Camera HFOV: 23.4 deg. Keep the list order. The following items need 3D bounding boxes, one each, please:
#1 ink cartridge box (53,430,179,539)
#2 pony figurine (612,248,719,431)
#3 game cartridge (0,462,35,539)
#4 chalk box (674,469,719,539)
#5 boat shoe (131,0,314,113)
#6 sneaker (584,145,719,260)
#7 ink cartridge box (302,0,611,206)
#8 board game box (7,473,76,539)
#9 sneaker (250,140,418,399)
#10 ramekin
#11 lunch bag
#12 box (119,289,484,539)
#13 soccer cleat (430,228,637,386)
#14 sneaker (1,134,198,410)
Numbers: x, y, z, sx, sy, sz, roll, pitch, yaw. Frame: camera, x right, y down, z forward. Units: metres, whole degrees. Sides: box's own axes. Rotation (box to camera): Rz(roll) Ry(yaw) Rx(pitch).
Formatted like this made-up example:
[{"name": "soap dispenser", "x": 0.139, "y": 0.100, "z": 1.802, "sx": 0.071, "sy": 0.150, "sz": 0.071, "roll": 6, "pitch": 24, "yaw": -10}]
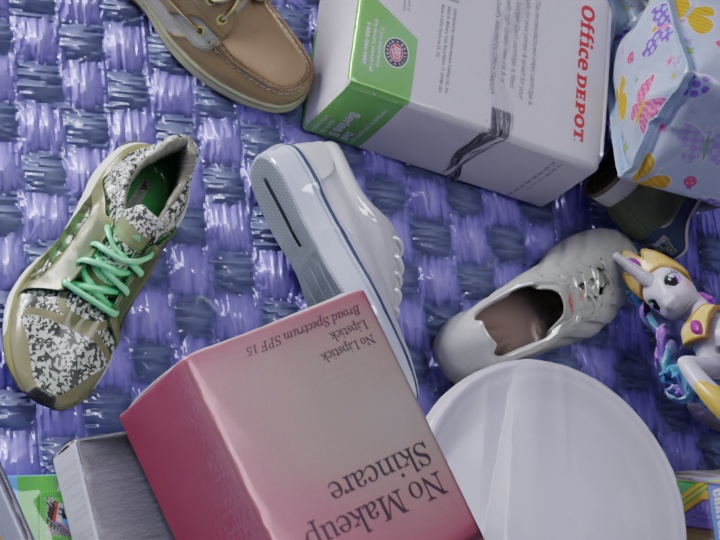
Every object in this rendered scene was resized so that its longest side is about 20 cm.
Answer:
[{"name": "ink cartridge box", "x": -0.061, "y": 0.182, "z": 1.016, "sx": 0.197, "sy": 0.047, "sz": 0.201, "roll": -8, "pitch": 71, "yaw": -32}, {"name": "pony figurine", "x": 0.278, "y": 0.058, "z": 1.188, "sx": 0.192, "sy": 0.167, "sz": 0.200, "roll": 20, "pitch": 20, "yaw": -30}, {"name": "game cartridge", "x": -0.232, "y": 0.186, "z": 0.939, "sx": 0.133, "sy": 0.042, "sz": 0.201, "roll": -25, "pitch": 80, "yaw": -10}, {"name": "chalk box", "x": 0.299, "y": 0.199, "z": 1.136, "sx": 0.124, "sy": 0.200, "sz": 0.125, "roll": 1, "pitch": 88, "yaw": -27}, {"name": "boat shoe", "x": -0.106, "y": -0.188, "z": 1.167, "sx": 0.200, "sy": 0.066, "sz": 0.074, "roll": 41, "pitch": 57, "yaw": -8}, {"name": "sneaker", "x": 0.243, "y": -0.084, "z": 1.311, "sx": 0.090, "sy": 0.067, "sz": 0.200, "roll": 47, "pitch": 49, "yaw": -9}, {"name": "ink cartridge box", "x": 0.071, "y": -0.148, "z": 1.236, "sx": 0.199, "sy": 0.084, "sz": 0.146, "roll": 17, "pitch": 64, "yaw": -21}, {"name": "board game box", "x": -0.125, "y": 0.194, "z": 1.024, "sx": 0.199, "sy": 0.037, "sz": 0.152, "roll": 1, "pitch": 70, "yaw": -29}, {"name": "sneaker", "x": 0.000, "y": 0.000, "z": 1.146, "sx": 0.071, "sy": 0.073, "sz": 0.201, "roll": -19, "pitch": 80, "yaw": -29}, {"name": "ramekin", "x": 0.102, "y": 0.165, "z": 1.123, "sx": 0.201, "sy": 0.094, "sz": 0.204, "roll": 10, "pitch": 67, "yaw": -25}, {"name": "lunch bag", "x": 0.266, "y": -0.141, "z": 1.228, "sx": 0.169, "sy": 0.127, "sz": 0.201, "roll": 17, "pitch": 39, "yaw": -12}, {"name": "box", "x": -0.026, "y": 0.133, "z": 0.965, "sx": 0.127, "sy": 0.109, "sz": 0.201, "roll": -21, "pitch": 79, "yaw": -34}, {"name": "soccer cleat", "x": 0.135, "y": 0.023, "z": 1.206, "sx": 0.200, "sy": 0.078, "sz": 0.070, "roll": -29, "pitch": 86, "yaw": -34}, {"name": "sneaker", "x": -0.154, "y": -0.010, "z": 1.058, "sx": 0.077, "sy": 0.089, "sz": 0.201, "roll": 30, "pitch": 60, "yaw": -15}]
